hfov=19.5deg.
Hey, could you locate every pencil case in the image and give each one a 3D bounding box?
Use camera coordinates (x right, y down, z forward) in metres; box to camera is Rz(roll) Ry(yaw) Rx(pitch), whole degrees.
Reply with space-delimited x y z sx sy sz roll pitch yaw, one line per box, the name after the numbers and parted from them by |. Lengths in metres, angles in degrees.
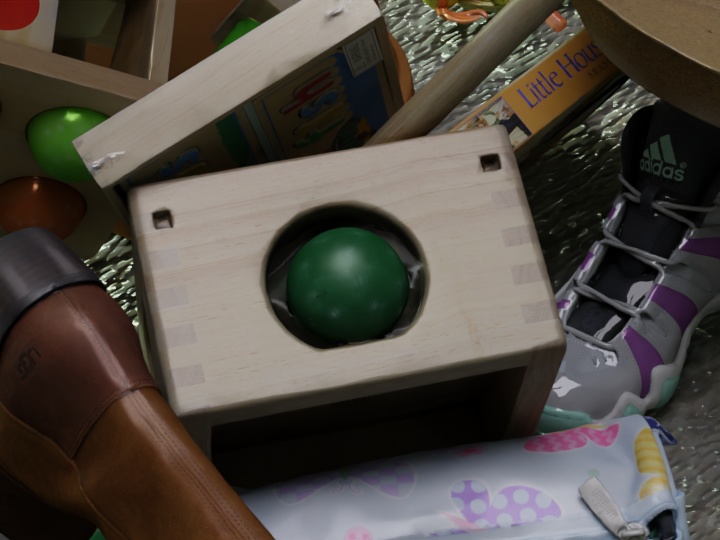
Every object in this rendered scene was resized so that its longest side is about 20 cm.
0.033 0.115 0.852 0.200 0.083 0.091 -8 13 -4 | pencil case

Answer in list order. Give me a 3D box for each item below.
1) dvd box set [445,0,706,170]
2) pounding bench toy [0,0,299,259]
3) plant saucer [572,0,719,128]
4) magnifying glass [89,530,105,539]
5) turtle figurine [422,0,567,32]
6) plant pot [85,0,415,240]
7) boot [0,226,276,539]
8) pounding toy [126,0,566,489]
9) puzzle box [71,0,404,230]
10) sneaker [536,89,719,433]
0.080 -0.071 1.042 0.029 0.146 0.200 49 54 4 | dvd box set
-0.118 -0.090 0.930 0.200 0.124 0.156 14 54 -19 | pounding bench toy
0.175 -0.102 0.951 0.200 0.035 0.200 17 27 -9 | plant saucer
-0.109 0.135 0.894 0.080 0.022 0.200 -22 40 -20 | magnifying glass
0.095 -0.176 1.223 0.161 0.064 0.200 -20 32 -30 | turtle figurine
-0.070 -0.122 1.112 0.200 0.140 0.200 -2 40 2 | plant pot
-0.077 0.106 0.795 0.068 0.188 0.200 -22 56 -31 | boot
0.000 0.000 0.872 0.184 0.200 0.142 -10 67 -8 | pounding toy
-0.043 -0.050 0.910 0.133 0.200 0.025 -32 75 -2 | puzzle box
0.132 -0.023 0.967 0.078 0.140 0.200 21 44 29 | sneaker
